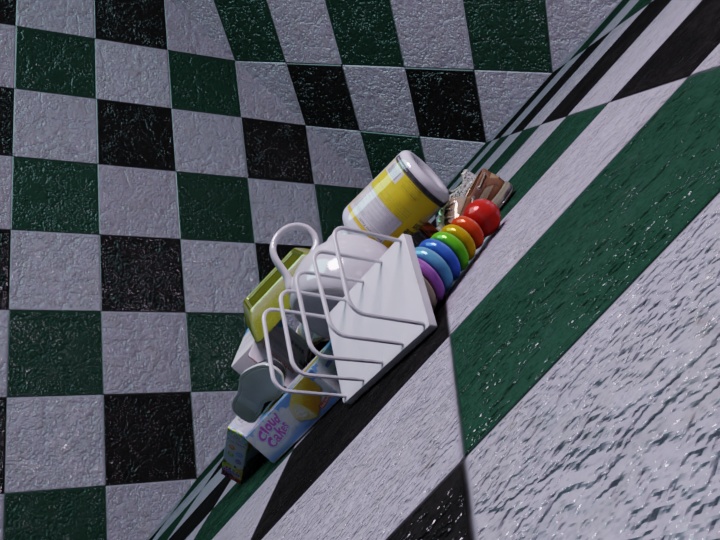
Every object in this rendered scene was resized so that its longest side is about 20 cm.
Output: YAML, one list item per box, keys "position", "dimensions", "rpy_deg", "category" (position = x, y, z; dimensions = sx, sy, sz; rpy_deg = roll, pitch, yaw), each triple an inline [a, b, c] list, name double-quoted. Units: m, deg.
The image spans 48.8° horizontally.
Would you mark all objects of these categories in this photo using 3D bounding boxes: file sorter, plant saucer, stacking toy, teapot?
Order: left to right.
- position: [-0.144, 0.029, 1.445]
  dimensions: [0.200, 0.048, 0.200]
  rpy_deg: [-47, 13, -5]
  category: "plant saucer"
- position: [-0.022, 0.057, 1.008]
  dimensions: [0.200, 0.124, 0.140]
  rpy_deg: [-47, 45, 39]
  category: "file sorter"
- position: [-0.013, 0.012, 1.214]
  dimensions: [0.196, 0.200, 0.147]
  rpy_deg: [-8, 53, 29]
  category: "teapot"
- position: [0.122, -0.029, 1.099]
  dimensions: [0.200, 0.085, 0.085]
  rpy_deg: [-45, 0, -26]
  category: "stacking toy"

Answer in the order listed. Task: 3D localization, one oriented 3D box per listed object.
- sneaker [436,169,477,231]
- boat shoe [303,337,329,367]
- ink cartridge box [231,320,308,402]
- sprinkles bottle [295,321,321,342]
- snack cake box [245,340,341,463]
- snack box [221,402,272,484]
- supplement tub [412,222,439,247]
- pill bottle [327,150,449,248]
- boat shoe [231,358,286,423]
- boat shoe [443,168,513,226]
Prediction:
- position: [0.178, -0.123, 1.539]
  dimensions: [0.200, 0.089, 0.077]
  rpy_deg: [-48, 2, 36]
  category: "sneaker"
- position: [-0.065, 0.146, 1.406]
  dimensions: [0.200, 0.057, 0.067]
  rpy_deg: [-18, 54, 61]
  category: "boat shoe"
- position: [-0.167, 0.166, 1.472]
  dimensions: [0.068, 0.116, 0.200]
  rpy_deg: [-45, 12, 17]
  category: "ink cartridge box"
- position: [-0.092, 0.108, 1.624]
  dimensions: [0.068, 0.068, 0.200]
  rpy_deg: [-49, -7, -25]
  category: "sprinkles bottle"
- position: [-0.091, 0.211, 1.297]
  dimensions: [0.200, 0.067, 0.115]
  rpy_deg: [-48, 2, 29]
  category: "snack cake box"
- position: [-0.193, 0.295, 1.548]
  dimensions: [0.200, 0.053, 0.143]
  rpy_deg: [-51, -20, -49]
  category: "snack box"
- position: [0.059, -0.006, 1.404]
  dimensions: [0.200, 0.122, 0.123]
  rpy_deg: [-48, 2, 5]
  category: "supplement tub"
- position: [0.042, -0.091, 1.300]
  dimensions: [0.200, 0.112, 0.112]
  rpy_deg: [-44, 3, 17]
  category: "pill bottle"
- position: [-0.166, 0.189, 1.339]
  dimensions: [0.060, 0.075, 0.200]
  rpy_deg: [-56, 6, -39]
  category: "boat shoe"
- position: [0.164, -0.084, 1.276]
  dimensions: [0.200, 0.072, 0.076]
  rpy_deg: [-49, 2, -24]
  category: "boat shoe"
